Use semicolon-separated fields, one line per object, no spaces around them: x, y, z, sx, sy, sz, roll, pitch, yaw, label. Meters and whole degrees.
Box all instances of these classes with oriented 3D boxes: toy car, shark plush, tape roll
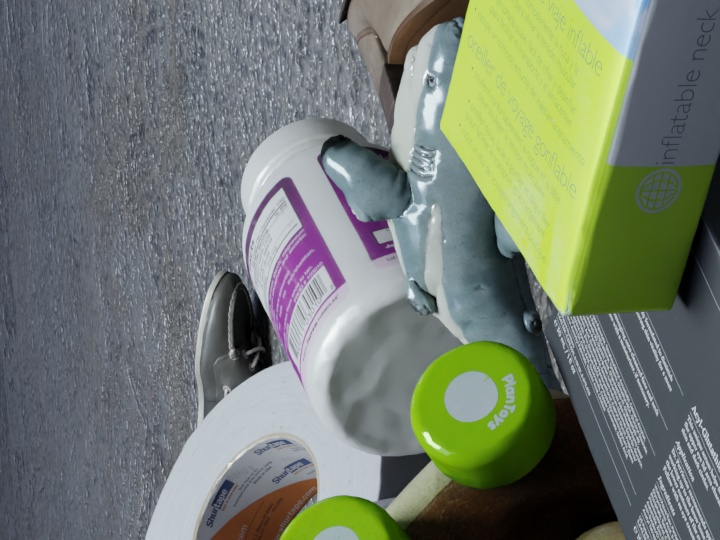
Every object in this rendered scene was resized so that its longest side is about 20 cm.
0.092;0.153;0.811;0.200;0.158;0.164;37;170;35;toy car
0.053;-0.007;0.933;0.083;0.090;0.202;-26;72;49;shark plush
-0.038;0.153;1.166;0.200;0.066;0.201;-30;44;34;tape roll

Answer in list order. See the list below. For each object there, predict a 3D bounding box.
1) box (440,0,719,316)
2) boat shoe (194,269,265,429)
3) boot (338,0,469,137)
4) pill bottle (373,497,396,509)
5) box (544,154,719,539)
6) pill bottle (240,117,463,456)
0.083;-0.101;0.671;0.122;0.047;0.201;-119;33;-50;box
-0.092;0.095;1.540;0.067;0.057;0.201;-51;-29;-61;boat shoe
0.036;-0.162;1.018;0.200;0.070;0.147;127;142;-57;boot
0.043;0.217;1.024;0.111;0.111;0.202;-179;85;-73;pill bottle
0.142;0.049;0.710;0.142;0.078;0.201;102;157;-48;box
0.000;0.000;1.099;0.200;0.111;0.113;-119;29;-53;pill bottle
